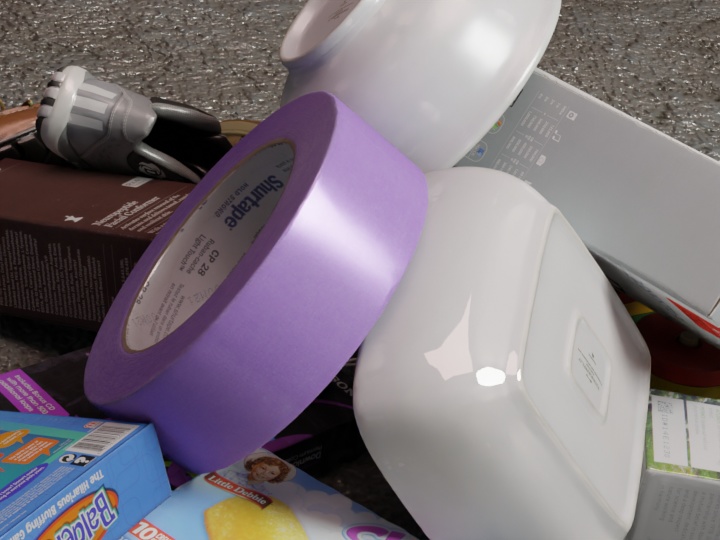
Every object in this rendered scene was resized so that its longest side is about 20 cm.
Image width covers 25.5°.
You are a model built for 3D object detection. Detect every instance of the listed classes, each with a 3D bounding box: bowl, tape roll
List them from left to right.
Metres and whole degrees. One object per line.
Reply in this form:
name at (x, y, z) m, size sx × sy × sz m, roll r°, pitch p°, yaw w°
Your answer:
tape roll at (-0.056, 0.004, 0.825) m, size 0.066 × 0.200 × 0.200 m, roll 39°, pitch 24°, yaw -19°
bowl at (0.016, -0.131, 0.944) m, size 0.090 × 0.201 × 0.201 m, roll 40°, pitch 22°, yaw -22°
bowl at (0.087, 0.056, 0.828) m, size 0.075 × 0.200 × 0.200 m, roll -16°, pitch 37°, yaw 31°

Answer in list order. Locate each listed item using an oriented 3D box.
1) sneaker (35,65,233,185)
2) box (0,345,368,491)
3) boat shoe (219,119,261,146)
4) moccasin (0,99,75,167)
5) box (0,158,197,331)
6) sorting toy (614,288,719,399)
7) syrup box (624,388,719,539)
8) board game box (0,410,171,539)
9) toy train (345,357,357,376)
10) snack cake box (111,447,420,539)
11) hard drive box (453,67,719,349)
sneaker at (-0.129, -0.073, 1.081) m, size 0.115 × 0.075 × 0.200 m, roll 16°, pitch -5°, yaw 18°
box at (-0.104, 0.084, 0.926) m, size 0.200 × 0.036 × 0.143 m, roll -17°, pitch 39°, yaw -39°
boat shoe at (-0.053, -0.063, 1.119) m, size 0.200 × 0.063 × 0.073 m, roll 8°, pitch -15°, yaw 47°
moccasin at (-0.270, -0.085, 1.146) m, size 0.201 × 0.074 × 0.078 m, roll -25°, pitch 51°, yaw -29°
box at (-0.169, -0.015, 1.004) m, size 0.200 × 0.075 × 0.100 m, roll 7°, pitch 24°, yaw 24°
sorting toy at (0.153, 0.038, 1.032) m, size 0.199 × 0.070 × 0.200 m, roll 6°, pitch 30°, yaw -3°
syrup box at (0.247, 0.133, 0.882) m, size 0.200 × 0.082 × 0.079 m, roll 10°, pitch 32°, yaw 2°
board game box at (-0.216, 0.119, 0.767) m, size 0.200 × 0.045 × 0.152 m, roll 2°, pitch 24°, yaw 33°
toy train at (0.000, 0.000, 0.962) m, size 0.150 × 0.056 × 0.200 m, roll 19°, pitch 49°, yaw 2°
snack cake box at (-0.017, 0.173, 0.765) m, size 0.200 × 0.067 × 0.115 m, roll 26°, pitch 36°, yaw 28°
hard drive box at (0.169, -0.027, 0.927) m, size 0.200 × 0.077 × 0.156 m, roll 33°, pitch 0°, yaw 37°
